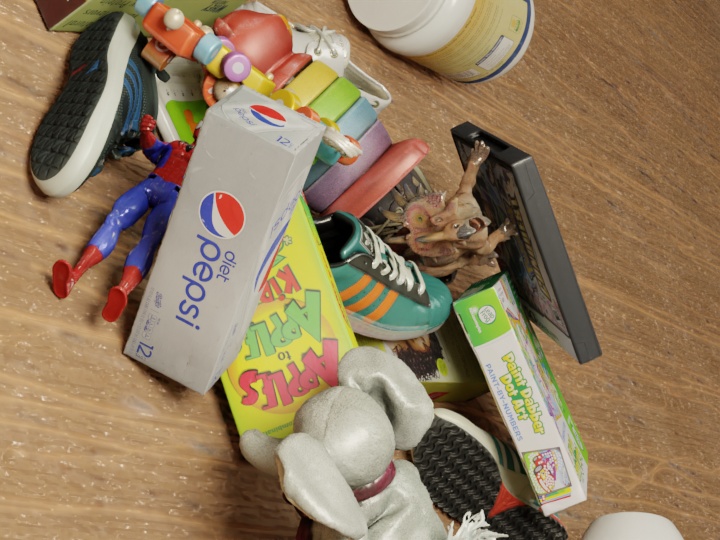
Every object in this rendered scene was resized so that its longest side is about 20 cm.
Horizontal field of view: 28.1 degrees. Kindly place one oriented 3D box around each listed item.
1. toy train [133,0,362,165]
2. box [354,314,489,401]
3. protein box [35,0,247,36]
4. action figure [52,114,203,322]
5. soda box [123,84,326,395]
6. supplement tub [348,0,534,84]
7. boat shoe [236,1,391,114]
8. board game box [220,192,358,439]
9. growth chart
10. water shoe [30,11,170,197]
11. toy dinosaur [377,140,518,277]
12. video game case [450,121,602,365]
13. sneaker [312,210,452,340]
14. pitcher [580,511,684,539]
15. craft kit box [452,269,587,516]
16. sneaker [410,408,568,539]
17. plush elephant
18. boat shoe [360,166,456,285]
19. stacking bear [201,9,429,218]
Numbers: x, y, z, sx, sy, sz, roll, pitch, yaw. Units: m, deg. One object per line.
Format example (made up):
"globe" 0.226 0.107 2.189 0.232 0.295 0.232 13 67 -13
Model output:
"toy train" -0.090 -0.131 1.096 0.200 0.056 0.150 38 7 -1
"box" 0.056 0.078 1.297 0.199 0.050 0.076 7 59 -58
"protein box" -0.143 -0.294 1.136 0.198 0.199 0.136 -13 76 -61
"action figure" -0.139 -0.065 1.009 0.065 0.099 0.200 26 42 2
"soda box" -0.093 -0.019 0.975 0.068 0.201 0.063 26 28 7
"supplement tub" 0.089 -0.296 1.585 0.199 0.144 0.145 14 54 -55
"boat shoe" -0.041 -0.200 1.348 0.200 0.069 0.071 34 33 -49
"board game box" -0.065 0.030 1.073 0.048 0.101 0.201 56 13 -75
"growth chart" -0.119 -0.131 1.228 0.145 0.018 0.200 60 29 -5
"water shoe" -0.179 -0.113 1.054 0.079 0.071 0.201 47 32 -31
"toy dinosaur" 0.061 -0.026 1.261 0.135 0.200 0.086 -28 72 -35
"video game case" 0.150 -0.029 1.333 0.181 0.025 0.201 -131 -162 -70
"sneaker" 0.000 0.000 1.172 0.199 0.080 0.072 11 38 -29
"pitcher" 0.235 0.324 1.324 0.171 0.121 0.201 23 56 -29
"craft kit box" 0.148 0.103 1.298 0.200 0.048 0.199 -28 97 -80
"sneaker" 0.107 0.179 1.292 0.200 0.070 0.094 43 15 -28
"plush elephant" -0.015 0.148 0.964 0.165 0.199 0.156 -38 102 -54
"boat shoe" 0.039 -0.051 1.359 0.200 0.074 0.074 34 38 -39
"stacking bear" -0.052 -0.137 1.215 0.200 0.114 0.121 47 -1 -5
